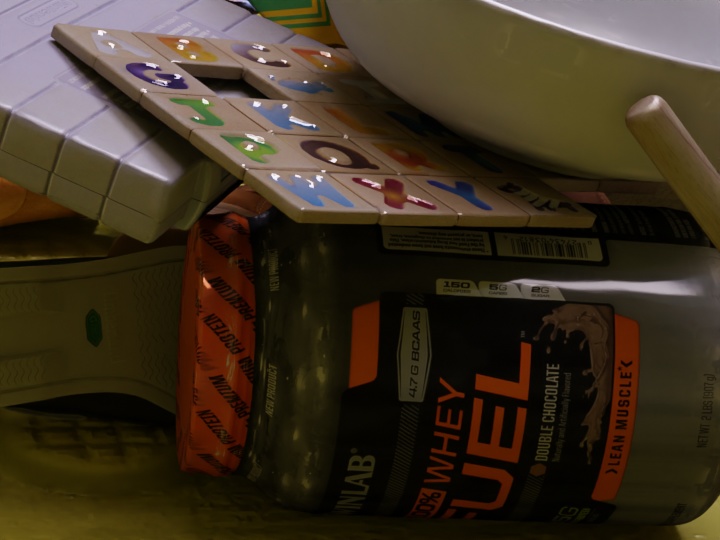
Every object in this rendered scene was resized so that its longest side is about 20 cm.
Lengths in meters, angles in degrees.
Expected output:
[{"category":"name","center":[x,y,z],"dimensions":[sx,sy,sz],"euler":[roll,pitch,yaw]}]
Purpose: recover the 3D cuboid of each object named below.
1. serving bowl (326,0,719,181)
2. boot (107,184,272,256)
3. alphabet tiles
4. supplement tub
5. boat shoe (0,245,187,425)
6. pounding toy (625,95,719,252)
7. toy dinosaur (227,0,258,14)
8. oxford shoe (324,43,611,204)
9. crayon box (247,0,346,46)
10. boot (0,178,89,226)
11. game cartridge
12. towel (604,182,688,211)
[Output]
[{"category":"serving bowl","center":[0.075,-0.081,0.787],"dimensions":[0.200,0.066,0.200],"euler":[16,20,-6]},{"category":"boot","center":[0.000,0.000,0.946],"dimensions":[0.200,0.077,0.155],"euler":[6,15,20]},{"category":"alphabet tiles","center":[0.010,-0.053,0.766],"dimensions":[0.200,0.008,0.167],"euler":[-1,26,-39]},{"category":"supplement tub","center":[0.034,0.032,0.775],"dimensions":[0.200,0.123,0.123],"euler":[3,20,-9]},{"category":"boat shoe","center":[-0.097,0.026,0.831],"dimensions":[0.200,0.072,0.068],"euler":[3,-3,-24]},{"category":"pounding toy","center":[0.197,0.042,0.710],"dimensions":[0.200,0.184,0.142],"euler":[-6,23,-31]},{"category":"toy dinosaur","center":[-0.076,-0.119,1.022],"dimensions":[0.105,0.200,0.182],"euler":[-27,44,-2]},{"category":"oxford shoe","center":[0.058,-0.044,0.917],"dimensions":[0.200,0.071,0.071],"euler":[37,6,-6]},{"category":"crayon box","center":[0.020,-0.112,1.023],"dimensions":[0.127,0.051,0.200],"euler":[23,17,-34]},{"category":"boot","center":[-0.184,-0.044,0.982],"dimensions":[0.144,0.071,0.201],"euler":[2,15,-4]},{"category":"game cartridge","center":[-0.093,-0.072,0.789],"dimensions":[0.130,0.038,0.200],"euler":[29,25,6]},{"category":"towel","center":[0.150,-0.040,0.984],"dimensions":[0.132,0.035,0.200],"euler":[0,-19,-19]}]
